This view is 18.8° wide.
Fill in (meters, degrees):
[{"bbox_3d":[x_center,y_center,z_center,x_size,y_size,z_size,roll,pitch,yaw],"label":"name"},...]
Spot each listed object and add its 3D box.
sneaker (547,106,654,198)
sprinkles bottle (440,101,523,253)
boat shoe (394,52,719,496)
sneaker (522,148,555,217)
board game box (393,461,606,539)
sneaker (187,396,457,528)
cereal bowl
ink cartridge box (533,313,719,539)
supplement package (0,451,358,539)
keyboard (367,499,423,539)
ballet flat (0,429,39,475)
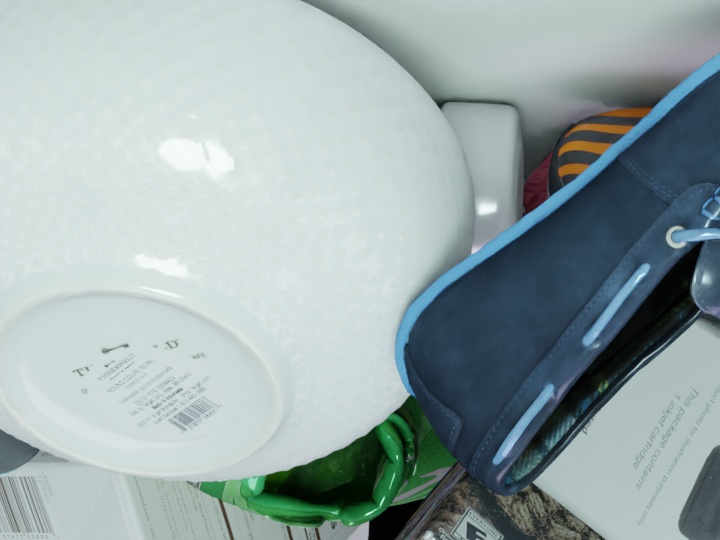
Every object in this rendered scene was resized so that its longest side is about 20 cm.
[{"bbox_3d":[0.164,-0.034,0.700,0.198,0.078,0.112,11,151,-1],"label":"sneaker"},{"bbox_3d":[-0.043,-0.027,0.765,0.198,0.069,0.068,2,168,7],"label":"sprinkles bottle"},{"bbox_3d":[0.104,-0.006,0.635,0.200,0.069,0.084,-41,150,24],"label":"boat shoe"},{"bbox_3d":[0.124,0.002,0.851,0.080,0.075,0.200,13,160,39],"label":"sneaker"},{"bbox_3d":[0.084,0.142,0.825,0.159,0.097,0.200,40,-155,3],"label":"board game box"},{"bbox_3d":[-0.007,0.081,0.927,0.083,0.075,0.199,31,-165,36],"label":"sneaker"},{"bbox_3d":[-0.065,0.004,0.689,0.198,0.084,0.201,5,138,4],"label":"cereal bowl"},{"bbox_3d":[0.179,0.098,0.737,0.200,0.084,0.145,37,-169,40],"label":"ink cartridge box"},{"bbox_3d":[-0.089,0.094,1.004,0.120,0.121,0.200,-5,-159,31],"label":"supplement package"},{"bbox_3d":[0.102,0.106,1.062,0.198,0.040,0.104,-12,-155,9],"label":"keyboard"},{"bbox_3d":[-0.194,-0.001,0.790,0.199,0.073,0.073,35,174,13],"label":"ballet flat"}]
